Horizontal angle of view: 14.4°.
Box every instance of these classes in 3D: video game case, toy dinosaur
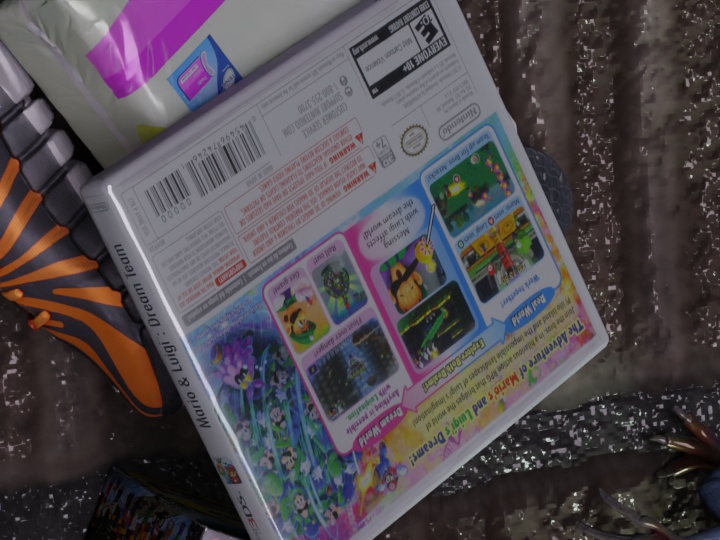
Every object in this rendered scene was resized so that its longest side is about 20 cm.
[{"bbox_3d":[0.000,0.000,1.144,0.200,0.024,0.182,-36,108,-36],"label":"video game case"},{"bbox_3d":[0.168,0.127,1.249,0.200,0.182,0.105,-26,112,7],"label":"toy dinosaur"}]

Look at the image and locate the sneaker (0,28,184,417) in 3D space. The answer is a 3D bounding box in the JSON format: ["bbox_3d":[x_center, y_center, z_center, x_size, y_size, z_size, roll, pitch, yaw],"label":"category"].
[{"bbox_3d":[-0.158,-0.007,1.173,0.112,0.078,0.200,-34,97,-9],"label":"sneaker"}]

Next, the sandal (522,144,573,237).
[{"bbox_3d":[0.024,0.031,1.263,0.076,0.043,0.200,48,70,-27],"label":"sandal"}]

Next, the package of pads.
[{"bbox_3d":[-0.037,-0.080,1.181,0.155,0.068,0.200,-50,115,-31],"label":"package of pads"}]

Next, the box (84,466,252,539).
[{"bbox_3d":[-0.005,0.141,1.210,0.199,0.137,0.038,21,90,-21],"label":"box"}]
